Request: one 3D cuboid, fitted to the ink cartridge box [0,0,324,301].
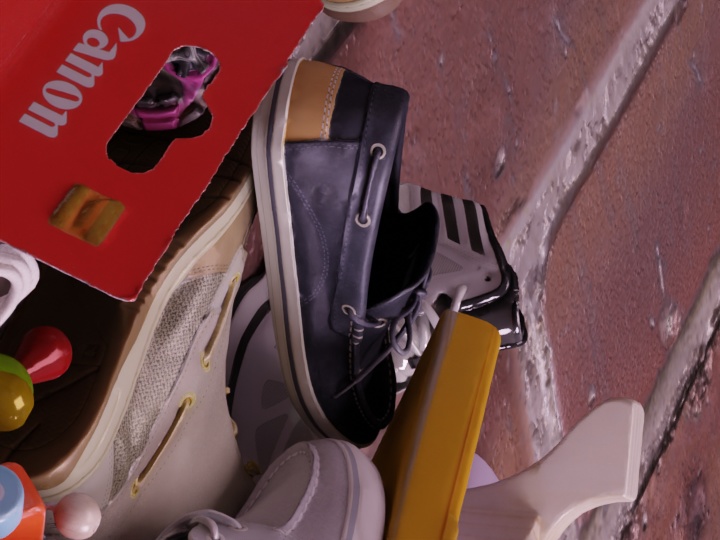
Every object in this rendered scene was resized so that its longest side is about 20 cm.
[{"bbox_3d":[-0.120,-0.093,0.745,0.161,0.199,0.050,-61,173,-47],"label":"ink cartridge box"}]

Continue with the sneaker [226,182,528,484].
[{"bbox_3d":[0.007,0.032,1.150,0.076,0.115,0.201,70,32,-42],"label":"sneaker"}]

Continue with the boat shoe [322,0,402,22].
[{"bbox_3d":[0.013,-0.217,1.192,0.076,0.071,0.201,46,51,-57],"label":"boat shoe"}]

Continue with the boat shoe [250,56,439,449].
[{"bbox_3d":[0.000,0.000,1.033,0.201,0.062,0.075,83,14,-45],"label":"boat shoe"}]

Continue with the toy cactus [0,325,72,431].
[{"bbox_3d":[-0.151,-0.011,0.826,0.165,0.102,0.201,-49,146,-41],"label":"toy cactus"}]

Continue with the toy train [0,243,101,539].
[{"bbox_3d":[-0.153,0.052,0.773,0.149,0.056,0.201,-24,150,-21],"label":"toy train"}]

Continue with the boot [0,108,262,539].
[{"bbox_3d":[-0.071,0.041,1.026,0.201,0.072,0.155,-65,148,-32],"label":"boot"}]

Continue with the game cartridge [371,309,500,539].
[{"bbox_3d":[0.003,0.141,1.056,0.201,0.032,0.177,-76,-172,-50],"label":"game cartridge"}]

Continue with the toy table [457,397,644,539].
[{"bbox_3d":[0.082,0.155,1.340,0.200,0.116,0.185,-2,94,-66],"label":"toy table"}]

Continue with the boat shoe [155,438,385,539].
[{"bbox_3d":[-0.050,0.126,0.956,0.068,0.072,0.201,43,47,-19],"label":"boat shoe"}]

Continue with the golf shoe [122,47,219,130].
[{"bbox_3d":[-0.087,-0.159,0.980,0.092,0.072,0.201,-84,171,-62],"label":"golf shoe"}]
